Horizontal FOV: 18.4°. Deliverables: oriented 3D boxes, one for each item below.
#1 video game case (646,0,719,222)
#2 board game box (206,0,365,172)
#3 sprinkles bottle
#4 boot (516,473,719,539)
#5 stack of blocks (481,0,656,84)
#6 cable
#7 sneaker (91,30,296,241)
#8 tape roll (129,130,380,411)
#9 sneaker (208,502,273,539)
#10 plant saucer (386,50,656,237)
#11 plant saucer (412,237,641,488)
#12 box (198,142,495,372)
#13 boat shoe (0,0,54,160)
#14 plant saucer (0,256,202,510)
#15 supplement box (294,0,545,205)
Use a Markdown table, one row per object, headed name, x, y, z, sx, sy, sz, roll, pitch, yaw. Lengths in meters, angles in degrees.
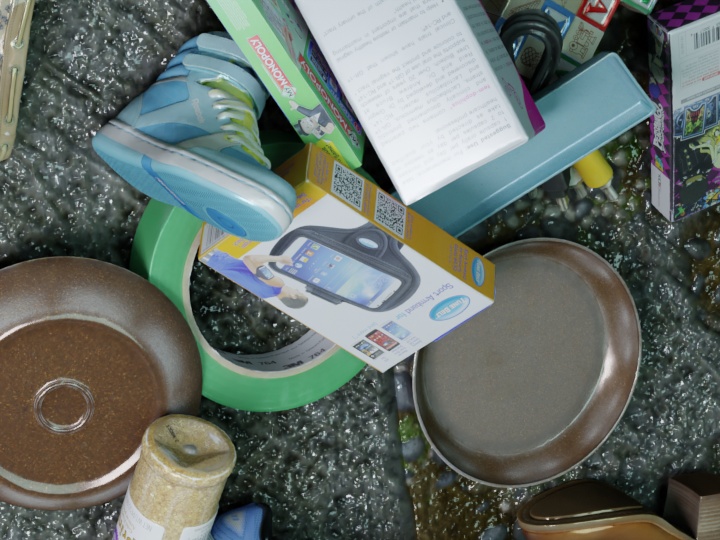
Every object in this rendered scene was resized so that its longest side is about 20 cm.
| name | x | y | z | sx | sy | sz | roll | pitch | yaw |
| --- | --- | --- | --- | --- | --- | --- | --- | --- | --- |
| video game case | 0.314 | -0.149 | 1.719 | 0.199 | 0.036 | 0.182 | -23 | 132 | -17 |
| board game box | -0.056 | -0.176 | 1.523 | 0.029 | 0.135 | 0.200 | -24 | 117 | 20 |
| sprinkles bottle | -0.144 | 0.195 | 1.575 | 0.068 | 0.068 | 0.200 | 2 | 128 | -25 |
| boot | 0.211 | 0.249 | 1.800 | 0.199 | 0.077 | 0.156 | -5 | 110 | -31 |
| stack of blocks | 0.165 | -0.231 | 1.646 | 0.115 | 0.059 | 0.201 | 26 | 92 | -28 |
| cable | 0.124 | -0.117 | 1.633 | 0.050 | 0.097 | 0.200 | -68 | 149 | -42 |
| sneaker | -0.087 | -0.101 | 1.496 | 0.131 | 0.200 | 0.080 | -52 | 133 | -12 |
| tape roll | -0.067 | 0.001 | 1.610 | 0.200 | 0.048 | 0.201 | -6 | 106 | -22 |
| sneaker | -0.052 | 0.256 | 1.616 | 0.089 | 0.079 | 0.200 | -29 | 74 | -3 |
| plant saucer | 0.112 | -0.087 | 1.600 | 0.200 | 0.019 | 0.070 | -32 | 132 | 14 |
| plant saucer | 0.125 | 0.069 | 1.726 | 0.199 | 0.032 | 0.201 | -7 | 107 | -23 |
| box | 0.000 | 0.000 | 1.554 | 0.200 | 0.042 | 0.119 | 33 | 132 | -27 |
| boat shoe | -0.242 | -0.170 | 1.477 | 0.062 | 0.073 | 0.201 | 8 | 112 | -32 |
| plant saucer | -0.207 | 0.088 | 1.548 | 0.200 | 0.037 | 0.201 | -4 | 114 | -10 |
| supplement box | 0.035 | -0.159 | 1.524 | 0.103 | 0.101 | 0.200 | -29 | 91 | 14 |
